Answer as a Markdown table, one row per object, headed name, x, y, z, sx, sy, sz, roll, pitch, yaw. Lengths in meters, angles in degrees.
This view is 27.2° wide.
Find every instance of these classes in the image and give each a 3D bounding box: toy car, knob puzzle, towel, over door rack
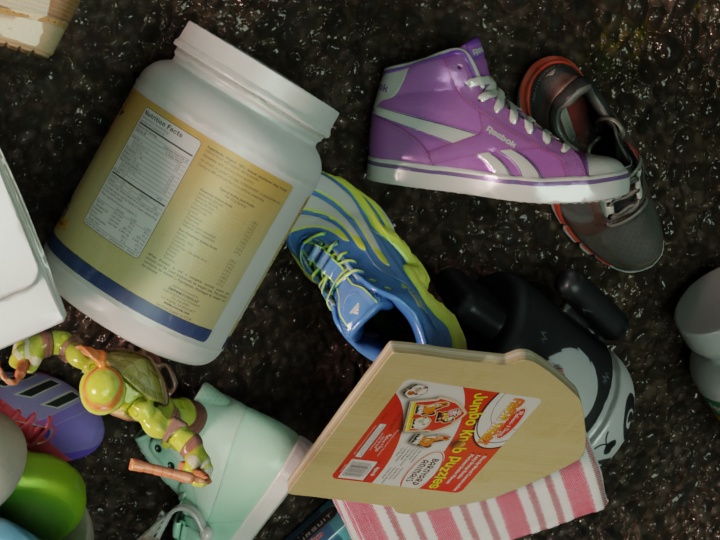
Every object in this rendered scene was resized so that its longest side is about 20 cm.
| name | x | y | z | sx | sy | sz | roll | pitch | yaw |
| --- | --- | --- | --- | --- | --- | --- | --- | --- | --- |
| toy car | -0.275 | 0.202 | 1.004 | 0.198 | 0.151 | 0.176 | -22 | 139 | 0 |
| knob puzzle | 0.070 | 0.109 | 1.049 | 0.216 | 0.031 | 0.221 | -7 | 141 | -5 |
| towel | 0.078 | 0.152 | 1.124 | 0.198 | 0.030 | 0.147 | -19 | 125 | 6 |
| over door rack | -0.189 | 0.270 | 1.060 | 0.067 | 0.148 | 0.200 | 42 | 109 | 5 |

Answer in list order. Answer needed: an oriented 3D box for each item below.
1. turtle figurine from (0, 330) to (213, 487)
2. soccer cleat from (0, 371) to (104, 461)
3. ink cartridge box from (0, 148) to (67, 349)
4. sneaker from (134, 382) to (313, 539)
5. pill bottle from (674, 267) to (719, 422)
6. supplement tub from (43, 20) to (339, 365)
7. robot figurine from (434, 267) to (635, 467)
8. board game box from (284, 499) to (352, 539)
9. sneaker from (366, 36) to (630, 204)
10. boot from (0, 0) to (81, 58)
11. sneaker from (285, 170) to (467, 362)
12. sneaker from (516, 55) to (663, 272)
| name | x | y | z | sx | sy | sz | roll | pitch | yaw |
| --- | --- | --- | --- | --- | --- | --- | --- | --- | --- |
| turtle figurine | -0.164 | 0.076 | 1.009 | 0.199 | 0.161 | 0.065 | 31 | 88 | 9 |
| soccer cleat | -0.268 | 0.093 | 1.044 | 0.199 | 0.076 | 0.067 | 29 | 94 | -26 |
| ink cartridge box | -0.287 | -0.032 | 0.930 | 0.146 | 0.200 | 0.146 | -24 | 113 | -12 |
| sneaker | -0.133 | 0.176 | 1.137 | 0.118 | 0.074 | 0.201 | 35 | 108 | -1 |
| pill bottle | 0.349 | 0.094 | 1.263 | 0.113 | 0.113 | 0.201 | -40 | 116 | -5 |
| supplement tub | -0.114 | -0.053 | 1.022 | 0.143 | 0.144 | 0.202 | 29 | 94 | -26 |
| robot figurine | 0.126 | 0.082 | 1.165 | 0.199 | 0.150 | 0.126 | 37 | 47 | -26 |
| board game box | 0.004 | 0.291 | 1.226 | 0.151 | 0.047 | 0.201 | -40 | 115 | -5 |
| sneaker | 0.106 | -0.111 | 1.102 | 0.197 | 0.073 | 0.116 | 8 | 98 | 2 |
| boot | -0.264 | -0.243 | 0.962 | 0.198 | 0.072 | 0.169 | 15 | 88 | -23 |
| sneaker | 0.000 | 0.000 | 1.060 | 0.076 | 0.105 | 0.200 | -45 | 79 | 8 |
| sneaker | 0.189 | -0.072 | 1.167 | 0.077 | 0.082 | 0.201 | -38 | 115 | -6 |
